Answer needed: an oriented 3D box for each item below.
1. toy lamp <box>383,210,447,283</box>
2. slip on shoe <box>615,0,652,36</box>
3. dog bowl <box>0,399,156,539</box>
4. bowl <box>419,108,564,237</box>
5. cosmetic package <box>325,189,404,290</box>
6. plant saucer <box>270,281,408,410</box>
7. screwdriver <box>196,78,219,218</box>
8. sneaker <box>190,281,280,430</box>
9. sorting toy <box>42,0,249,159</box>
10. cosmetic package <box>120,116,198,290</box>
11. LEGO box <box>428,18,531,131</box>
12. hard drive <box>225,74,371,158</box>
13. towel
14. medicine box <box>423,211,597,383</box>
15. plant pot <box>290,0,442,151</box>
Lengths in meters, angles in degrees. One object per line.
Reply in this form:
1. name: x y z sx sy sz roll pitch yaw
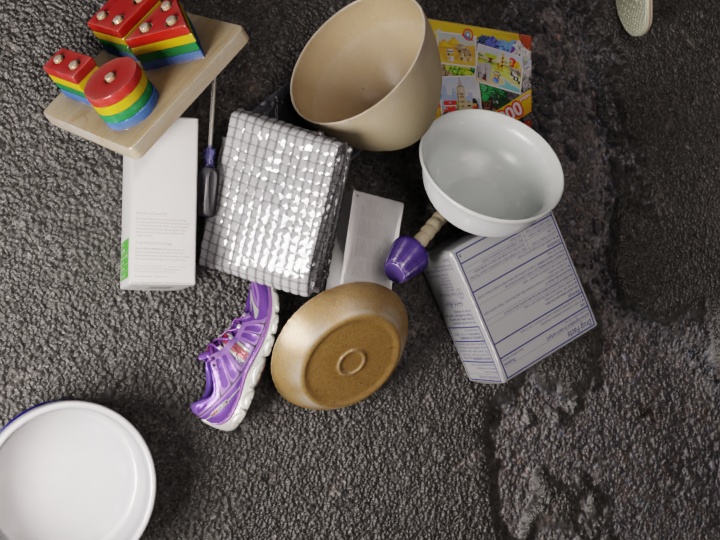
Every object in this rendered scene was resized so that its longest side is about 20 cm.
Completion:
1. toy lamp: 0.095 -0.054 1.323 0.059 0.058 0.200 52 51 -12
2. slip on shoe: 0.446 -0.472 1.537 0.060 0.074 0.204 3 80 -26
3. dog bowl: -0.343 0.253 1.128 0.197 0.079 0.204 2 85 -24
4. bowl: 0.165 -0.114 1.295 0.197 0.091 0.204 7 51 -9
5. cosmetic package: 0.000 0.000 1.313 0.081 0.050 0.204 13 81 -27
6. plant saucer: -0.018 0.109 1.245 0.197 0.036 0.203 -16 129 -20
7. screwdriver: -0.178 -0.165 1.166 0.029 0.027 0.204 2 95 -64
8. sneaker: -0.158 0.099 1.224 0.082 0.081 0.203 22 78 -15
9. sorting toy: -0.266 -0.246 1.130 0.201 0.197 0.070 -51 138 -18
10. cosmetic package: -0.246 -0.080 1.180 0.083 0.107 0.204 1 84 -19
11. LEGO box: 0.143 -0.267 1.381 0.197 0.077 0.152 2 86 -24
12. hard drive: -0.076 -0.184 1.298 0.200 0.042 0.136 -41 102 -21
13. towel: -0.103 -0.085 1.198 0.163 0.085 0.204 17 101 19
14. medicine box: 0.210 0.031 1.375 0.180 0.103 0.203 -26 97 -23
15. plant pot: 0.028 -0.232 1.236 0.134 0.198 0.203 42 69 -44
